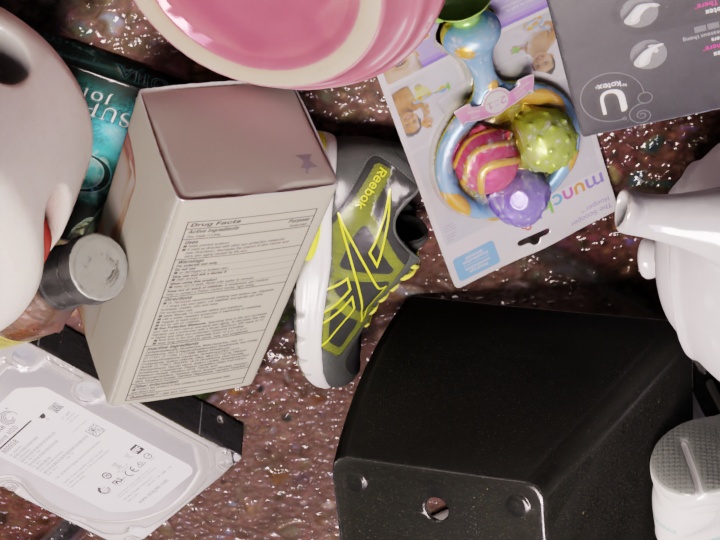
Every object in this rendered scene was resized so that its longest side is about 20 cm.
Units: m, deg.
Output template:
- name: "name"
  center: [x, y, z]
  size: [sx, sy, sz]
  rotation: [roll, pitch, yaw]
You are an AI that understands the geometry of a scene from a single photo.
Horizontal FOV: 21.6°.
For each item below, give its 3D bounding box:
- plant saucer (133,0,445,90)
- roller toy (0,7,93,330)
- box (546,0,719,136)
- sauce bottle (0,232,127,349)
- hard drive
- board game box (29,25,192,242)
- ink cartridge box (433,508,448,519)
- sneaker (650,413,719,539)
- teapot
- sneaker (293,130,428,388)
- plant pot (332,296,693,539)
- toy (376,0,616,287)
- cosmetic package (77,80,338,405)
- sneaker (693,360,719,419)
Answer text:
- name: "plant saucer"
  center: [-0.052, -0.171, 0.998]
  size: [0.200, 0.051, 0.201]
  rotation: [13, 136, 13]
- name: "roller toy"
  center: [-0.245, -0.060, 1.044]
  size: [0.182, 0.140, 0.200]
  rotation: [-10, 132, 25]
- name: "box"
  center: [0.139, -0.188, 0.969]
  size: [0.106, 0.122, 0.200]
  rotation: [-12, 132, 11]
- name: "sauce bottle"
  center: [-0.210, 0.015, 1.154]
  size: [0.066, 0.066, 0.200]
  rotation: [38, 151, -30]
- name: "hard drive"
  center: [-0.201, 0.112, 1.317]
  size: [0.200, 0.038, 0.140]
  rotation: [33, 125, -26]
- name: "board game box"
  center: [-0.210, -0.087, 1.133]
  size: [0.200, 0.028, 0.135]
  rotation: [18, 130, -16]
- name: "ink cartridge box"
  center: [0.124, 0.242, 1.436]
  size: [0.161, 0.050, 0.200]
  rotation: [-27, 133, 24]
- name: "sneaker"
  center: [0.253, 0.113, 1.179]
  size: [0.200, 0.070, 0.080]
  rotation: [-24, 133, -28]
- name: "teapot"
  center: [0.238, -0.005, 1.117]
  size: [0.146, 0.197, 0.200]
  rotation: [0, 123, 25]
- name: "sneaker"
  center: [0.000, 0.000, 1.182]
  size: [0.084, 0.075, 0.200]
  rotation: [0, 134, 0]
- name: "plant pot"
  center: [0.085, 0.148, 1.170]
  size: [0.199, 0.177, 0.200]
  rotation: [5, 113, 27]
- name: "toy"
  center: [0.086, -0.076, 1.105]
  size: [0.115, 0.047, 0.200]
  rotation: [-25, 126, -4]
- name: "cosmetic package"
  center: [-0.097, -0.015, 1.129]
  size: [0.103, 0.087, 0.200]
  rotation: [-6, 145, -27]
- name: "sneaker"
  center: [0.201, 0.088, 1.263]
  size: [0.200, 0.081, 0.075]
  rotation: [-18, 102, 16]
